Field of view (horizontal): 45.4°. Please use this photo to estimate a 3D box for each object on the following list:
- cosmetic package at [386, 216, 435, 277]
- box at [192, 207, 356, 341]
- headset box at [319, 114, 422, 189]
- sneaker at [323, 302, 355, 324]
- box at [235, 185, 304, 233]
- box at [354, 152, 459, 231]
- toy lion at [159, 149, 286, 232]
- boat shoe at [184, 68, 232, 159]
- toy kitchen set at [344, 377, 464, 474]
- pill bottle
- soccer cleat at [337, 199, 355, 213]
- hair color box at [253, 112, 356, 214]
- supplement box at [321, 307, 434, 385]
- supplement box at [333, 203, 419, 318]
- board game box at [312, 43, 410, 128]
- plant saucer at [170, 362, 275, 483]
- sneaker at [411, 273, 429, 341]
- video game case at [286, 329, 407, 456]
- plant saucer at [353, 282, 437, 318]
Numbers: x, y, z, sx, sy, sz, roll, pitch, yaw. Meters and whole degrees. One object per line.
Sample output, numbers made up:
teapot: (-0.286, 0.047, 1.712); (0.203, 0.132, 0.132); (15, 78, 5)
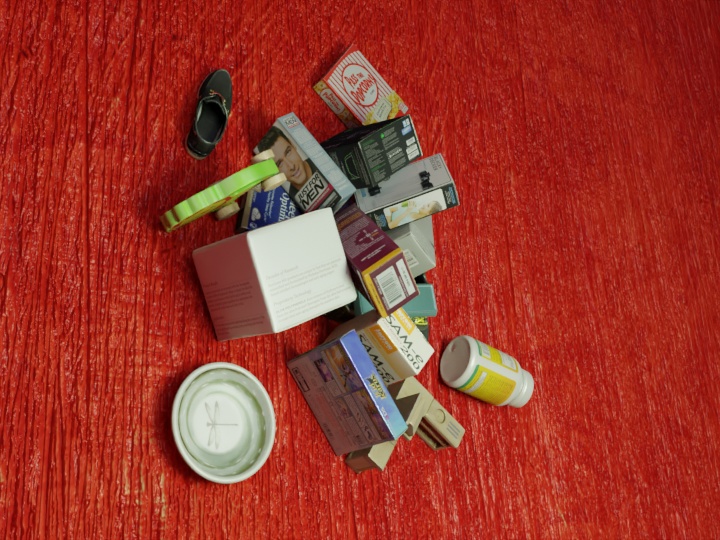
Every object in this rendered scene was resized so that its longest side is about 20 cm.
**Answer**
cosmetic package: (0.095, -0.088, 1.798); (0.107, 0.089, 0.202); (47, 29, -33)
box: (-0.153, 0.008, 1.521); (0.198, 0.197, 0.175); (-21, 96, -40)
headset box: (-0.006, -0.233, 1.760); (0.173, 0.197, 0.095); (-35, 111, -40)
sneaker: (-0.026, 0.053, 1.717); (0.198, 0.067, 0.092); (28, 51, -30)
box: (-0.147, -0.097, 1.698); (0.197, 0.032, 0.124); (24, 59, -31)
box: (0.089, -0.152, 1.729); (0.118, 0.196, 0.061); (-104, 174, -52)
toy lion: (-0.253, -0.131, 1.522); (0.070, 0.198, 0.191); (61, 30, -3)
boat shoe: (-0.281, -0.309, 1.654); (0.073, 0.063, 0.205); (27, 56, -24)
toy kitchen set: (0.112, 0.326, 1.651); (0.180, 0.162, 0.201); (45, 51, -15)
pill bottle: (0.276, 0.225, 1.856); (0.197, 0.112, 0.115); (25, 59, -29)
soccer cleat: (0.015, -0.062, 1.783); (0.066, 0.076, 0.204); (-19, 85, -41)
hair color box: (-0.110, -0.197, 1.690); (0.201, 0.099, 0.060); (51, 37, 4)
supplement box: (0.026, 0.150, 1.626); (0.127, 0.199, 0.074); (51, 49, -9)
supplement box: (0.014, -0.021, 1.570); (0.085, 0.200, 0.112); (-32, 129, -9)
board game box: (0.004, -0.382, 1.920); (0.200, 0.046, 0.153); (46, 51, -15)
plant saucer: (-0.239, 0.261, 1.469); (0.197, 0.050, 0.205); (15, 65, -33)
sneaker: (0.111, 0.071, 1.802); (0.073, 0.084, 0.205); (-3, 75, -38)
video game case: (-0.027, 0.226, 1.566); (0.045, 0.180, 0.203); (-31, 93, -41)
plant saucer: (0.072, 0.060, 1.720); (0.196, 0.019, 0.072); (0, 75, -33)
